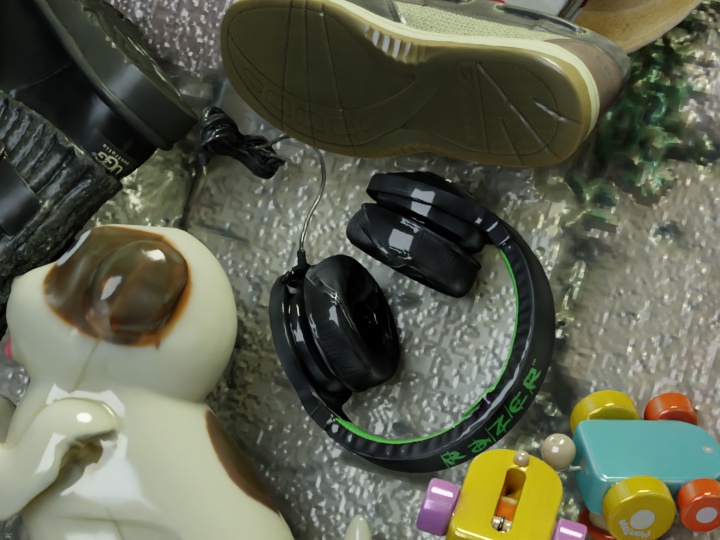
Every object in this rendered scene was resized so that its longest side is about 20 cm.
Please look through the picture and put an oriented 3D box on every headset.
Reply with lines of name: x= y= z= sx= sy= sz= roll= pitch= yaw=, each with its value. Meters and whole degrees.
headset: x=0.000 y=0.000 z=1.264 sx=0.124 sy=0.094 sz=0.200 roll=-46 pitch=55 yaw=7

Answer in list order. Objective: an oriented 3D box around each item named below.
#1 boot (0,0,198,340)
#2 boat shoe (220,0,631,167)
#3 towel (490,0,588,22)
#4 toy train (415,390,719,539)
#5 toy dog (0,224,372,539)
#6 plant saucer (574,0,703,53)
boot: x=-0.177 y=-0.069 z=1.341 sx=0.158 sy=0.079 sz=0.211 roll=-47 pitch=34 yaw=6
boat shoe: x=0.029 y=-0.090 z=1.242 sx=0.201 sy=0.066 sz=0.072 roll=12 pitch=116 yaw=36
towel: x=0.068 y=-0.180 z=1.272 sx=0.144 sy=0.023 sz=0.200 roll=46 pitch=114 yaw=31
toy train: x=0.106 y=0.127 z=1.157 sx=0.150 sy=0.200 sz=0.056 roll=34 pitch=131 yaw=25
toy dog: x=-0.101 y=0.079 z=1.245 sx=0.194 sy=0.140 sz=0.200 roll=-7 pitch=89 yaw=17
plant saucer: x=0.108 y=-0.193 z=1.276 sx=0.200 sy=0.035 sz=0.201 roll=-1 pitch=89 yaw=38
